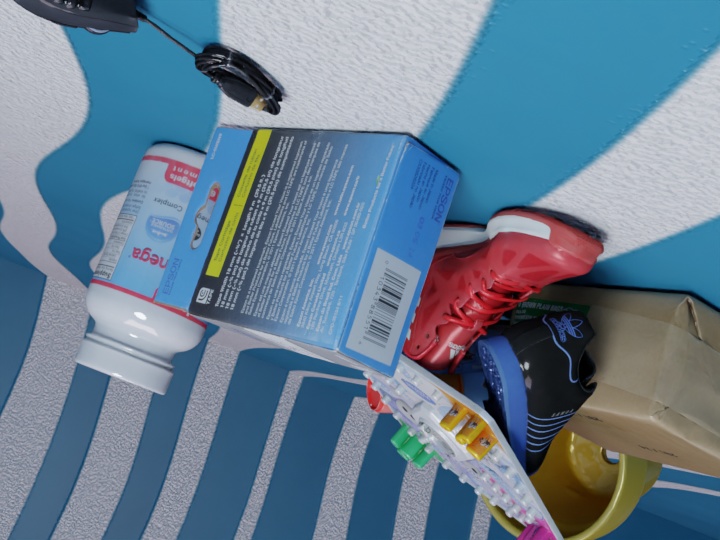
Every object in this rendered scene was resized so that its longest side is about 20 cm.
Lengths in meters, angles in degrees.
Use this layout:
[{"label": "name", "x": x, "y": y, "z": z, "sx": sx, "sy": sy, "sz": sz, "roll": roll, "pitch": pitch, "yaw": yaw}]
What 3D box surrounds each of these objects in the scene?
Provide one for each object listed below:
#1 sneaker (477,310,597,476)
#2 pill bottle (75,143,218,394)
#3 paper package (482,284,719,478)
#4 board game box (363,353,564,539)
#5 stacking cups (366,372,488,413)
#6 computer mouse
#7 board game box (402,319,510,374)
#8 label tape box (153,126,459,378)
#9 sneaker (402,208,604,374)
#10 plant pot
[{"label": "sneaker", "x": 0.136, "y": 0.097, "z": 0.812, "sx": 0.077, "sy": 0.070, "sz": 0.200, "roll": -21, "pitch": 150, "yaw": -3}, {"label": "pill bottle", "x": -0.172, "y": 0.000, "z": 0.950, "sx": 0.108, "sy": 0.201, "sz": 0.109, "roll": 19, "pitch": 170, "yaw": 4}, {"label": "paper package", "x": 0.237, "y": 0.091, "z": 0.899, "sx": 0.190, "sy": 0.104, "sz": 0.200, "roll": 28, "pitch": 168, "yaw": -30}, {"label": "board game box", "x": 0.062, "y": 0.134, "z": 0.874, "sx": 0.200, "sy": 0.026, "sz": 0.200, "roll": 30, "pitch": 159, "yaw": 46}, {"label": "stacking cups", "x": 0.103, "y": 0.114, "z": 1.032, "sx": 0.199, "sy": 0.061, "sz": 0.060, "roll": 4, "pitch": 175, "yaw": -18}, {"label": "computer mouse", "x": -0.129, "y": -0.135, "z": 0.642, "sx": 0.199, "sy": 0.034, "sz": 0.058, "roll": 26, "pitch": 167, "yaw": -30}, {"label": "board game box", "x": 0.110, "y": 0.070, "z": 1.026, "sx": 0.199, "sy": 0.037, "sz": 0.151, "roll": 0, "pitch": -177, "yaw": -33}, {"label": "label tape box", "x": -0.042, "y": -0.020, "z": 0.756, "sx": 0.199, "sy": 0.145, "sz": 0.063, "roll": 11, "pitch": 168, "yaw": 46}, {"label": "sneaker", "x": 0.097, "y": 0.025, "z": 0.793, "sx": 0.078, "sy": 0.116, "sz": 0.200, "roll": 23, "pitch": 169, "yaw": -16}, {"label": "plant pot", "x": 0.264, "y": 0.217, "z": 1.291, "sx": 0.200, "sy": 0.202, "sz": 0.188, "roll": 12, "pitch": -178, "yaw": 40}]
